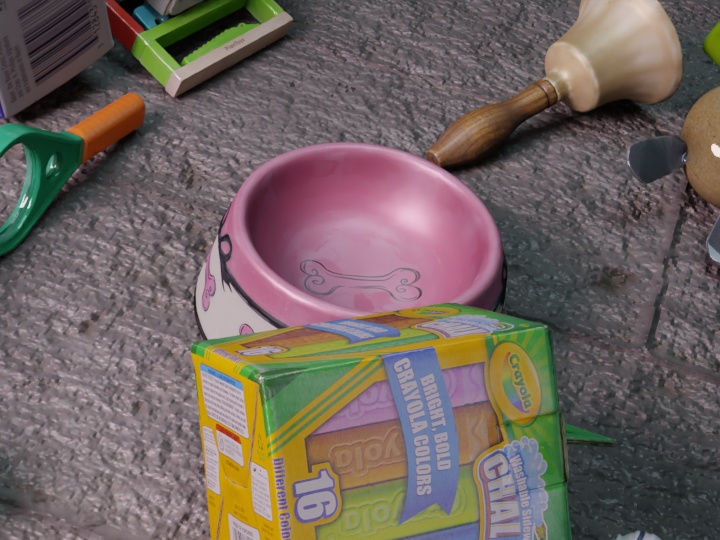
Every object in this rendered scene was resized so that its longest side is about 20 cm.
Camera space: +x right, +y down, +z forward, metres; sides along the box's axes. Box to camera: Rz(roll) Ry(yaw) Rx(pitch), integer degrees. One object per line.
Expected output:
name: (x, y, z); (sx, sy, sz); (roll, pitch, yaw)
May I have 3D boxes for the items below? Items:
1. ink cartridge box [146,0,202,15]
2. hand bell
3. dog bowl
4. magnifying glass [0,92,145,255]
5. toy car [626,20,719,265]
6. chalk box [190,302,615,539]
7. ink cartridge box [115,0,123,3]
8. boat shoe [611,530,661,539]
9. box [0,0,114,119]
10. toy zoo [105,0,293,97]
ink cartridge box: (-0.153, -0.301, 1.201); (0.200, 0.084, 0.144); (44, 46, 8)
hand bell: (0.127, -0.123, 1.176); (0.199, 0.105, 0.104); (-33, 55, -25)
dog bowl: (0.000, 0.000, 0.995); (0.198, 0.074, 0.201); (7, 40, -6)
magnifying glass: (-0.195, -0.071, 1.041); (0.022, 0.080, 0.200); (21, 31, 17)
toy car: (0.278, -0.099, 1.130); (0.199, 0.158, 0.164); (-39, 78, -23)
chalk box: (0.029, 0.087, 0.827); (0.198, 0.125, 0.124); (-9, 7, -22)
ink cartridge box: (-0.256, -0.264, 1.264); (0.196, 0.047, 0.200); (28, 44, 18)
boat shoe: (0.081, 0.179, 0.798); (0.067, 0.074, 0.200); (41, 48, 12)
box: (-0.272, -0.236, 1.080); (0.105, 0.185, 0.200); (-38, 64, -23)
toy zoo: (-0.159, -0.226, 1.211); (0.200, 0.021, 0.131); (45, 46, 9)
